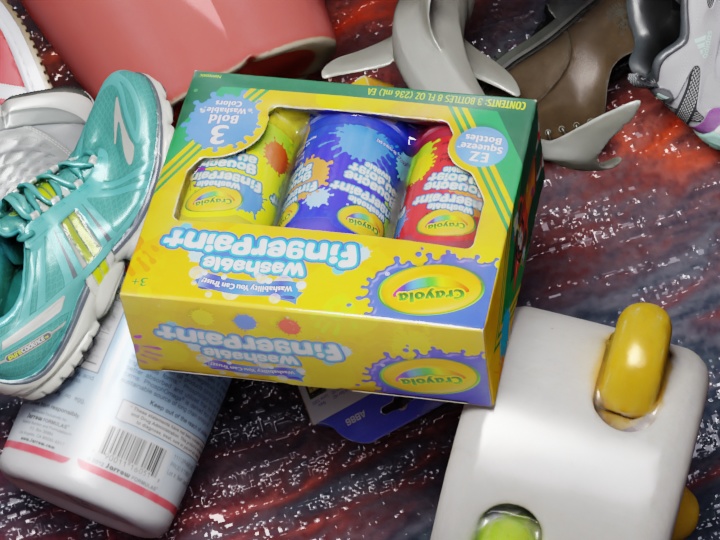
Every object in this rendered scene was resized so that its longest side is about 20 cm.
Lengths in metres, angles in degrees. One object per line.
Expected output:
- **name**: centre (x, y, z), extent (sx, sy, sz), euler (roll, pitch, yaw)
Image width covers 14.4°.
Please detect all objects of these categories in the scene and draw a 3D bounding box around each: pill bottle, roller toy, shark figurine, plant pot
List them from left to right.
- **pill bottle**: centre (-0.126, 0.046, 1.655), extent (0.109, 0.109, 0.200), euler (21, 78, 8)
- **plant pot**: centre (-0.115, -0.181, 1.706), extent (0.200, 0.200, 0.177), euler (-25, 83, -7)
- **shark figurine**: centre (0.060, -0.125, 1.630), extent (0.128, 0.090, 0.214), euler (-16, 44, -21)
- **roller toy**: centre (0.122, 0.119, 1.593), extent (0.140, 0.182, 0.200), euler (15, 82, 6)

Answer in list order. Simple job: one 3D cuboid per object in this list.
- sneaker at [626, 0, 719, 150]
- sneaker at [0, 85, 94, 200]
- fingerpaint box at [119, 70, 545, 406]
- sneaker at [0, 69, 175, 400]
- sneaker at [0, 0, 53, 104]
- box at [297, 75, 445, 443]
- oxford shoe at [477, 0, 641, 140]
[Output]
- **sneaker**: centre (0.217, -0.186, 1.718), extent (0.140, 0.078, 0.200), euler (29, 69, -29)
- **sneaker**: centre (-0.240, -0.034, 1.641), extent (0.200, 0.075, 0.116), euler (-12, 82, -13)
- **fingerpaint box**: centre (-0.012, -0.021, 1.552), extent (0.200, 0.073, 0.167), euler (6, 52, 12)
- **sneaker**: centre (-0.166, -0.026, 1.593), extent (0.080, 0.078, 0.200), euler (32, 77, -35)
- **sneaker**: centre (-0.233, -0.071, 1.724), extent (0.112, 0.071, 0.200), euler (-21, 74, -9)
- **box**: centre (0.000, 0.000, 1.685), extent (0.119, 0.041, 0.200), euler (-30, 73, 25)
- **oxford shoe**: centre (0.108, -0.096, 1.726), extent (0.200, 0.073, 0.084), euler (-43, 82, -10)
